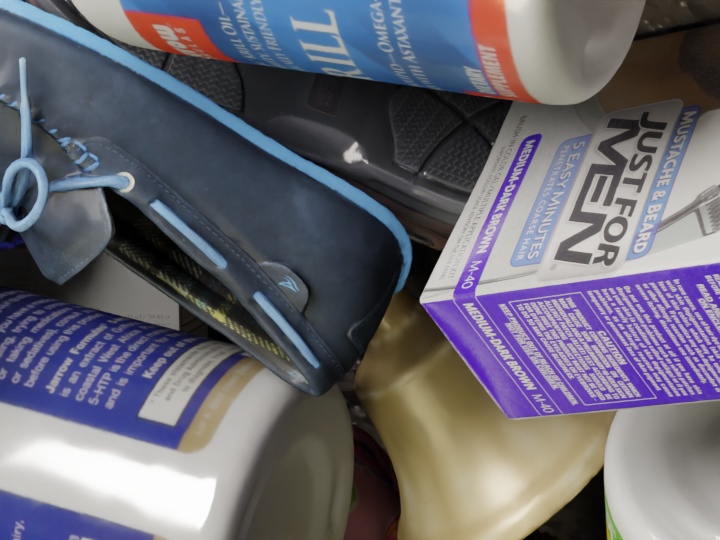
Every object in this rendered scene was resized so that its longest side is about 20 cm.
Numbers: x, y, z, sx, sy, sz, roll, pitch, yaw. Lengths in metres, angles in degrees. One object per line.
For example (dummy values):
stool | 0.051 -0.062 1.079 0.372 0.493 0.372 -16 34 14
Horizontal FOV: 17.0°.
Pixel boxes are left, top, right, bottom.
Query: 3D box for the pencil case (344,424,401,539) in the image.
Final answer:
pencil case | -0.077 0.115 0.963 0.199 0.088 0.088 -12 132 27

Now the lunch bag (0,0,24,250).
lunch bag | -0.216 -0.086 0.842 0.169 0.124 0.201 -2 130 33

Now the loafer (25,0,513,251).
loafer | -0.035 -0.061 0.806 0.199 0.072 0.063 27 150 -7

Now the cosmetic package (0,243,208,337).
cosmetic package | -0.160 0.030 0.946 0.198 0.083 0.051 0 -174 10

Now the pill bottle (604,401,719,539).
pill bottle | 0.148 0.124 0.892 0.110 0.112 0.201 13 144 18

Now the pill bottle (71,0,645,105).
pill bottle | -0.022 -0.113 0.686 0.198 0.113 0.113 9 143 23

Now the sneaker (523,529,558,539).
sneaker | 0.067 0.182 0.968 0.089 0.070 0.201 -20 137 11

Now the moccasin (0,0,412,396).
moccasin | -0.078 -0.026 0.742 0.199 0.069 0.080 26 165 -8

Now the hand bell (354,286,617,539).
hand bell | 0.000 0.000 0.868 0.104 0.104 0.201 -20 113 47

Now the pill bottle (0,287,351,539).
pill bottle | -0.114 0.070 0.843 0.198 0.120 0.120 14 144 21

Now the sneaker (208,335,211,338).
sneaker | -0.145 0.033 1.019 0.198 0.074 0.087 9 176 10

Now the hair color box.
hair color box | 0.125 -0.022 0.714 0.199 0.110 0.065 -8 133 39
